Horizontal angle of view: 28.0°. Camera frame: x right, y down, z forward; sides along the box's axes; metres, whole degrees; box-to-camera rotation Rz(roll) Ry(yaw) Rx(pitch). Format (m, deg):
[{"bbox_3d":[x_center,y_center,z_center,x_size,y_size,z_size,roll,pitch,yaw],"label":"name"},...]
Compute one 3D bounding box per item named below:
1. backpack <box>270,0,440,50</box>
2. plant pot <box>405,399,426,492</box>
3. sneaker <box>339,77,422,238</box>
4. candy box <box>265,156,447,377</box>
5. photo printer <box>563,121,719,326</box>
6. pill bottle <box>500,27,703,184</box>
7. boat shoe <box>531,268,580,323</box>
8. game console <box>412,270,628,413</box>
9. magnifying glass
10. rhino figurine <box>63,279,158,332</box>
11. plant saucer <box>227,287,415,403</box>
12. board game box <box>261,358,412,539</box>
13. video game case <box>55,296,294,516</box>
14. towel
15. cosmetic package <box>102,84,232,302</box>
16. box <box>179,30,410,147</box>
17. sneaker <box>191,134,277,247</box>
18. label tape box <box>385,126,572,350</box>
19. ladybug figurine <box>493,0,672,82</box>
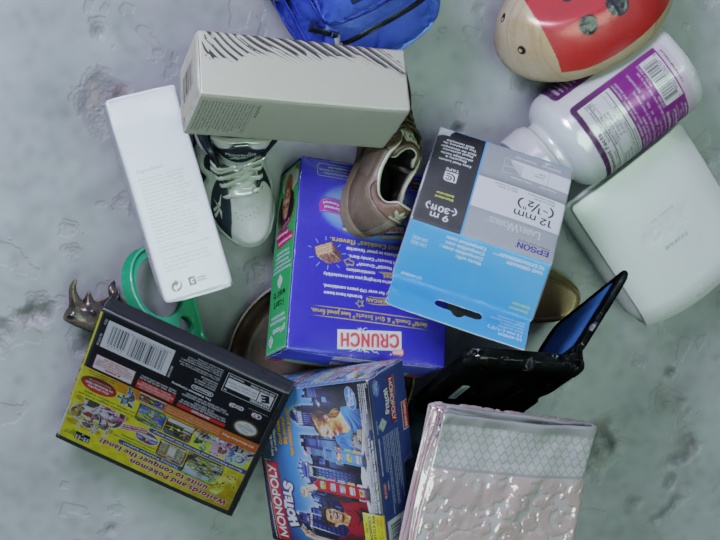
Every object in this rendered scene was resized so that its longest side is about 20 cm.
[{"bbox_3d":[-0.020,-0.288,1.374,0.162,0.168,0.200,-27,115,1],"label":"backpack"},{"bbox_3d":[0.077,0.244,1.538,0.141,0.200,0.141,-20,110,-10],"label":"plant pot"},{"bbox_3d":[0.035,-0.126,1.425,0.070,0.075,0.200,27,62,-40],"label":"sneaker"},{"bbox_3d":[0.000,0.000,1.468,0.169,0.077,0.200,9,73,-17],"label":"candy box"},{"bbox_3d":[0.327,-0.048,1.589,0.166,0.069,0.200,-37,112,-2],"label":"photo printer"},{"bbox_3d":[0.249,-0.161,1.512,0.200,0.112,0.112,-37,112,-2],"label":"pill bottle"},{"bbox_3d":[0.155,0.024,1.564,0.200,0.066,0.074,10,102,-20],"label":"boat shoe"},{"bbox_3d":[0.160,0.075,1.483,0.176,0.200,0.117,5,68,-13],"label":"game console"},{"bbox_3d":[-0.177,0.063,1.479,0.200,0.022,0.080,60,41,-17],"label":"magnifying glass"},{"bbox_3d":[-0.233,0.085,1.481,0.087,0.060,0.200,-35,111,1],"label":"rhino figurine"},{"bbox_3d":[-0.042,0.102,1.531,0.200,0.032,0.201,0,96,-2],"label":"plant saucer"},{"bbox_3d":[-0.045,0.178,1.452,0.062,0.200,0.200,-26,116,-49],"label":"board game box"},{"bbox_3d":[-0.187,0.138,1.437,0.200,0.026,0.181,25,123,-2],"label":"video game case"},{"bbox_3d":[0.136,0.232,1.426,0.200,0.032,0.191,9,96,-29],"label":"towel"},{"bbox_3d":[-0.188,-0.074,1.402,0.074,0.102,0.200,-16,97,-10],"label":"cosmetic package"},{"bbox_3d":[-0.061,-0.165,1.331,0.200,0.082,0.069,3,67,-20],"label":"box"},{"bbox_3d":[-0.122,-0.106,1.417,0.079,0.130,0.200,-9,108,-11],"label":"sneaker"},{"bbox_3d":[0.117,-0.035,1.400,0.143,0.200,0.066,18,138,1],"label":"label tape box"},{"bbox_3d":[0.227,-0.271,1.463,0.200,0.072,0.136,-30,67,-1],"label":"ladybug figurine"}]
